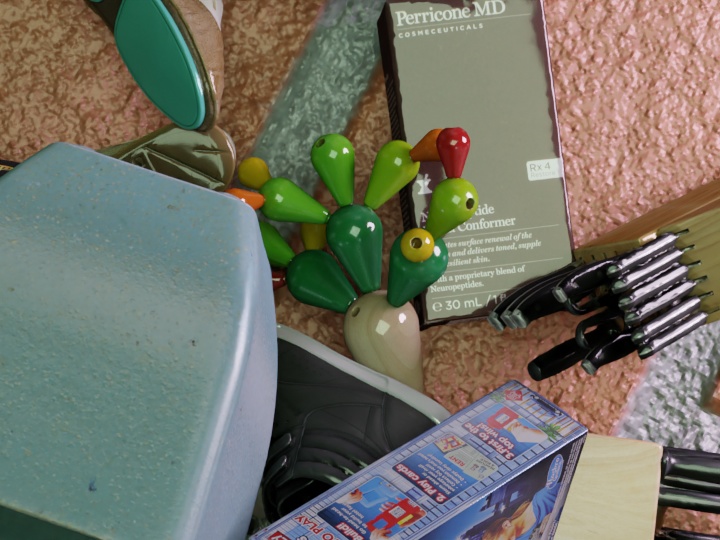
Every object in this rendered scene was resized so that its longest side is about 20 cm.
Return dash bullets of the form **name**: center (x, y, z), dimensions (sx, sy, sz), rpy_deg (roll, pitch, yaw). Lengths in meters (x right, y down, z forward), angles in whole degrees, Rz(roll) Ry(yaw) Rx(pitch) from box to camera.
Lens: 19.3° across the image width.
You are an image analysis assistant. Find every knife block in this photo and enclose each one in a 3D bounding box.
- **knife block**: center (0.146, 0.123, 1.297), dimensions (0.175, 0.064, 0.200), rpy_deg (-37, 89, -5)
- **knife block**: center (0.172, 0.003, 1.270), dimensions (0.175, 0.200, 0.064), rpy_deg (-19, 97, 15)

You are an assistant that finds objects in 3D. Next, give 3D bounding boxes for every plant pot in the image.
- **plant pot**: center (-0.137, 0.052, 1.126), dimensions (0.196, 0.196, 0.200), rpy_deg (19, 73, 8)

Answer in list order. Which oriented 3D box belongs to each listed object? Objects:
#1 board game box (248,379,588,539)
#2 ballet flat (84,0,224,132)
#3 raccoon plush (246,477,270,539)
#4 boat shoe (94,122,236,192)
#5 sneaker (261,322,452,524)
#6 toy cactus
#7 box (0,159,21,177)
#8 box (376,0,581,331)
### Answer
- **board game box**: center (0.018, 0.178, 1.165), dimensions (0.062, 0.200, 0.200), rpy_deg (34, 122, 35)
- **ballet flat**: center (-0.130, -0.168, 1.288), dimensions (0.072, 0.068, 0.200), rpy_deg (-25, 62, -42)
- **raccoon plush**: center (-0.029, 0.203, 1.298), dimensions (0.097, 0.134, 0.200), rpy_deg (-22, 121, -19)
- **boat shoe**: center (-0.171, -0.040, 1.303), dimensions (0.200, 0.063, 0.073), rpy_deg (-25, 96, 2)
- **sneaker**: center (-0.047, 0.094, 1.234), dimensions (0.200, 0.071, 0.099), rpy_deg (20, 44, 27)
- **toy cactus**: center (0.000, 0.000, 1.248), dimensions (0.200, 0.102, 0.165), rpy_deg (-13, 93, 36)
- **box**: center (-0.192, 0.038, 1.261), dimensions (0.159, 0.049, 0.200), rpy_deg (9, 109, -1)
- **box**: center (0.073, -0.069, 1.306), dimensions (0.100, 0.075, 0.201), rpy_deg (-8, 86, -4)
